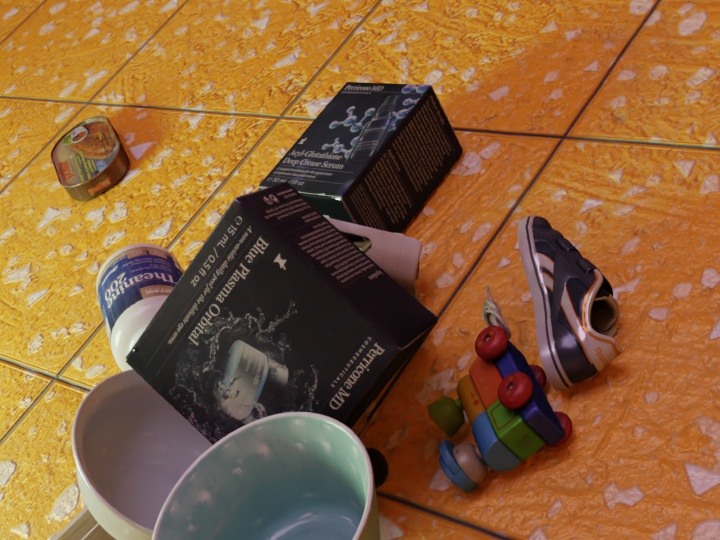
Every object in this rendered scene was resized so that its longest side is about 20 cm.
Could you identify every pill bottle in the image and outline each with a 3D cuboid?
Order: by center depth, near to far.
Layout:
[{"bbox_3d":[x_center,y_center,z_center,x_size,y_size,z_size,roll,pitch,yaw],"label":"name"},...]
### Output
[{"bbox_3d":[-0.243,0.061,1.450,0.110,0.112,0.201,-32,35,-1],"label":"pill bottle"}]

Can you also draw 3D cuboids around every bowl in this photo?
[{"bbox_3d":[-0.061,0.228,1.010,0.198,0.106,0.202,-19,38,15],"label":"bowl"},{"bbox_3d":[-0.181,0.194,1.149,0.203,0.198,0.091,-93,25,-51],"label":"bowl"}]

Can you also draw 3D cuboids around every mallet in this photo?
[{"bbox_3d":[-0.064,0.225,1.132,0.198,0.042,0.066,-30,-1,-23],"label":"mallet"}]

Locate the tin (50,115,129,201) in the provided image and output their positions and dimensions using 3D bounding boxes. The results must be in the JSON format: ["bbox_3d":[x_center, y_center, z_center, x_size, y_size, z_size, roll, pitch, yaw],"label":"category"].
[{"bbox_3d":[-0.422,-0.175,1.926,0.111,0.042,0.200,-29,35,-4],"label":"tin"}]

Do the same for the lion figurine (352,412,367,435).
[{"bbox_3d":[-0.088,0.183,1.237,0.122,0.072,0.201,36,85,26],"label":"lion figurine"}]

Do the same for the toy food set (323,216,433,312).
[{"bbox_3d":[0.000,0.000,1.243,0.141,0.200,0.061,14,70,12],"label":"toy food set"}]

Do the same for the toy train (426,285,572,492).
[{"bbox_3d":[0.110,0.110,1.168,0.115,0.085,0.201,-39,34,12],"label":"toy train"}]

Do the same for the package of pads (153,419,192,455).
[{"bbox_3d":[-0.161,0.129,1.299,0.076,0.121,0.200,43,74,12],"label":"package of pads"}]

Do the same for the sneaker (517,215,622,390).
[{"bbox_3d":[0.206,0.020,1.197,0.078,0.079,0.202,-23,47,19],"label":"sneaker"}]

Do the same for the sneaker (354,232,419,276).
[{"bbox_3d":[-0.023,0.000,1.364,0.198,0.078,0.088,-4,0,41],"label":"sneaker"}]

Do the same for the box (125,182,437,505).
[{"bbox_3d":[-0.072,0.063,1.123,0.198,0.199,0.117,-52,-9,21],"label":"box"}]

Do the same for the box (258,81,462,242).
[{"bbox_3d":[0.002,-0.123,1.489,0.147,0.108,0.201,9,51,43],"label":"box"}]

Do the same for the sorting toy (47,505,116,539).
[{"bbox_3d":[-0.230,0.314,1.163,0.179,0.108,0.200,24,58,38],"label":"sorting toy"}]
